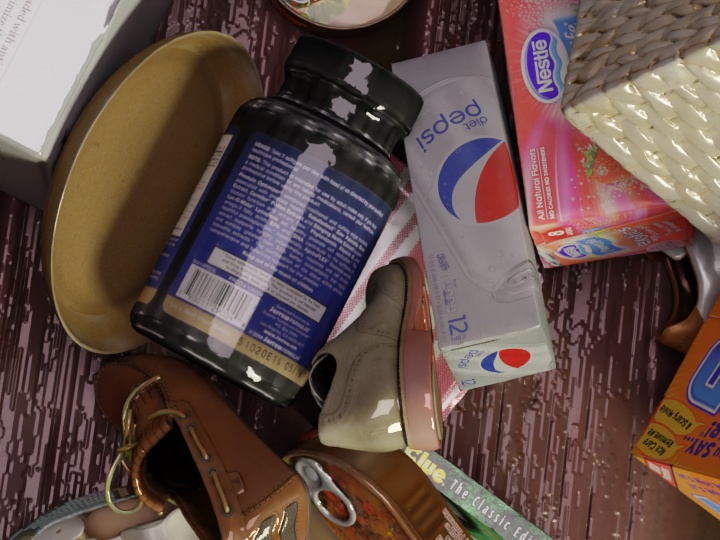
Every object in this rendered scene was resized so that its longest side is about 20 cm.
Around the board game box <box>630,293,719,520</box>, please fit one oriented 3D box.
[{"bbox_3d":[0.327,0.088,1.227,0.200,0.200,0.201,36,79,-22],"label":"board game box"}]

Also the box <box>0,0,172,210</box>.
[{"bbox_3d":[-0.195,-0.159,1.230,0.130,0.200,0.200,26,79,-1],"label":"box"}]

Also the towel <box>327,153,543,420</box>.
[{"bbox_3d":[0.000,0.000,1.320,0.200,0.030,0.147,37,79,3],"label":"towel"}]

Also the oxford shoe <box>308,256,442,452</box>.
[{"bbox_3d":[0.006,0.043,1.192,0.073,0.200,0.071,-8,108,2],"label":"oxford shoe"}]

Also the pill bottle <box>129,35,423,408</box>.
[{"bbox_3d":[-0.044,-0.031,1.223,0.111,0.112,0.201,28,85,-2],"label":"pill bottle"}]

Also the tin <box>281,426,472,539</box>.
[{"bbox_3d":[0.026,0.175,1.220,0.042,0.112,0.200,-45,106,-38],"label":"tin"}]

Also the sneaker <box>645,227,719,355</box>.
[{"bbox_3d":[0.228,-0.043,1.326,0.084,0.073,0.201,9,82,-8],"label":"sneaker"}]

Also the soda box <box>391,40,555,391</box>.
[{"bbox_3d":[0.068,-0.035,1.260,0.063,0.068,0.201,-13,62,9],"label":"soda box"}]

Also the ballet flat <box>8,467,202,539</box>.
[{"bbox_3d":[-0.139,0.163,1.255,0.199,0.071,0.070,-21,90,-9],"label":"ballet flat"}]

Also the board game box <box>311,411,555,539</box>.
[{"bbox_3d":[0.060,0.142,1.265,0.200,0.105,0.024,37,76,-1],"label":"board game box"}]

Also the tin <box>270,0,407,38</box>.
[{"bbox_3d":[0.017,-0.237,1.349,0.112,0.042,0.200,43,80,5],"label":"tin"}]

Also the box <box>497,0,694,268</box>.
[{"bbox_3d":[0.143,-0.114,1.292,0.102,0.095,0.201,-8,73,9],"label":"box"}]

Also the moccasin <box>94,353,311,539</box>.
[{"bbox_3d":[-0.108,0.110,1.217,0.077,0.201,0.074,-15,127,-29],"label":"moccasin"}]

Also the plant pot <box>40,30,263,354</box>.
[{"bbox_3d":[-0.125,-0.049,1.216,0.027,0.200,0.201,25,78,25],"label":"plant pot"}]

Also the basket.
[{"bbox_3d":[0.246,-0.128,1.159,0.200,0.198,0.162,37,52,-28],"label":"basket"}]
